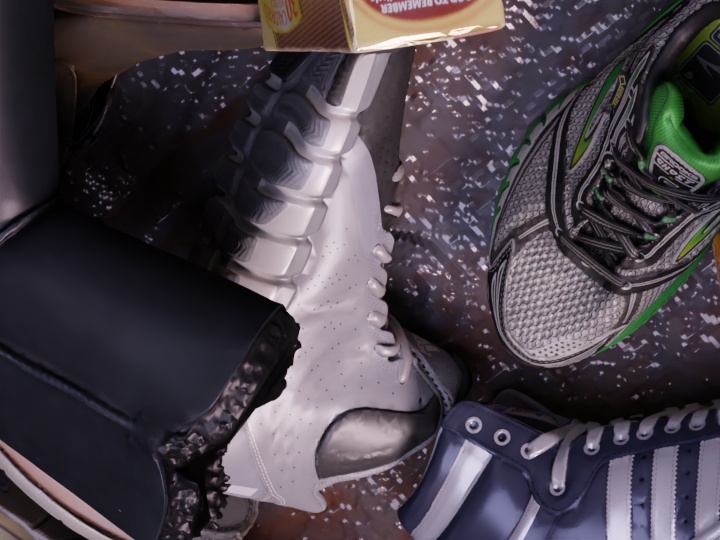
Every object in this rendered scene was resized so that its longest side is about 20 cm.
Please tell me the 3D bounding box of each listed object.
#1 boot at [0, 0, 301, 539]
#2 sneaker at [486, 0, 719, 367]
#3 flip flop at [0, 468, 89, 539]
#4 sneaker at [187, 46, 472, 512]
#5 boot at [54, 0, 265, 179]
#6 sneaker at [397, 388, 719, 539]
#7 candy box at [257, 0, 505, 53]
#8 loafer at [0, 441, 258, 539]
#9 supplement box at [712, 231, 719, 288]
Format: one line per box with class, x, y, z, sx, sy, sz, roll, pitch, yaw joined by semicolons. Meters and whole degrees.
boot;-0.093;-0.018;0.998;0.168;0.076;0.200;26;115;13
sneaker;0.100;-0.042;1.011;0.078;0.085;0.200;33;120;1
flip flop;-0.156;0.068;1.160;0.200;0.081;0.058;42;134;-10
sneaker;0.000;0.000;1.084;0.115;0.075;0.200;20;104;-24
boot;-0.099;-0.075;1.074;0.200;0.075;0.097;6;122;28
sneaker;0.104;0.066;1.069;0.200;0.070;0.109;-38;79;14
candy box;-0.008;-0.172;0.940;0.055;0.115;0.200;-9;97;-14
loafer;-0.112;0.041;1.108;0.200;0.072;0.063;38;130;-18
supplement box;0.231;-0.019;0.959;0.200;0.074;0.126;-39;98;13
